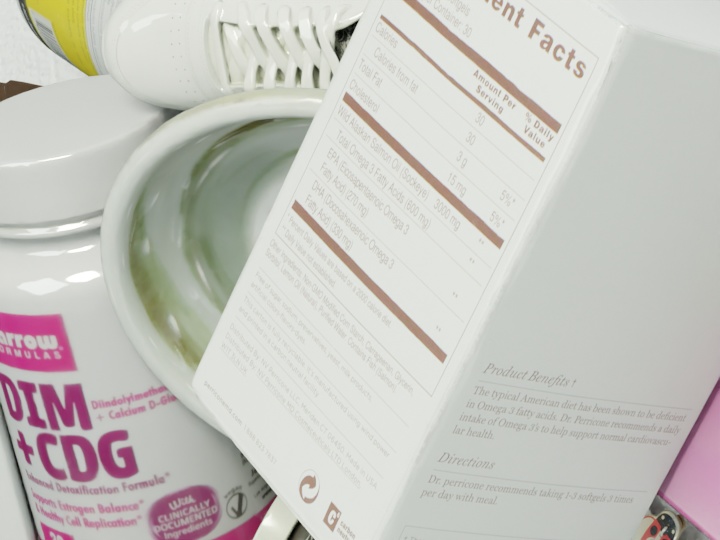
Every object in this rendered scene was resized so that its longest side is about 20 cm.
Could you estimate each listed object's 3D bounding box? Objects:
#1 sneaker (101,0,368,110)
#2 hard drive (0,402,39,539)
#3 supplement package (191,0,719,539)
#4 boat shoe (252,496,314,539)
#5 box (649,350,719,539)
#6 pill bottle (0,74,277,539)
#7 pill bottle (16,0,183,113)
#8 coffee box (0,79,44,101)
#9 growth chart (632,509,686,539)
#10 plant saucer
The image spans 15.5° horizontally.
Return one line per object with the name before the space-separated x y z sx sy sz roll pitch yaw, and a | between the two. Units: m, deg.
sneaker | -0.013 -0.092 1.010 0.199 0.081 0.077 -5 112 20
hard drive | -0.176 0.040 1.178 0.132 0.026 0.201 -126 23 -75
supplement package | 0.052 -0.009 0.864 0.117 0.116 0.201 45 116 44
boat shoe | -0.034 0.181 1.105 0.060 0.072 0.202 23 120 9
box | 0.181 0.003 0.876 0.176 0.096 0.201 42 113 44
pill bottle | -0.102 0.027 1.118 0.113 0.113 0.201 16 126 49
pill bottle | -0.063 -0.113 1.162 0.200 0.112 0.113 34 108 46
coffee box | -0.217 -0.003 1.340 0.200 0.079 0.115 -29 63 42
growth chart | 0.058 0.105 1.057 0.200 0.018 0.145 52 122 41
plant saucer | 0.000 0.000 1.020 0.200 0.200 0.050 -34 22 40
